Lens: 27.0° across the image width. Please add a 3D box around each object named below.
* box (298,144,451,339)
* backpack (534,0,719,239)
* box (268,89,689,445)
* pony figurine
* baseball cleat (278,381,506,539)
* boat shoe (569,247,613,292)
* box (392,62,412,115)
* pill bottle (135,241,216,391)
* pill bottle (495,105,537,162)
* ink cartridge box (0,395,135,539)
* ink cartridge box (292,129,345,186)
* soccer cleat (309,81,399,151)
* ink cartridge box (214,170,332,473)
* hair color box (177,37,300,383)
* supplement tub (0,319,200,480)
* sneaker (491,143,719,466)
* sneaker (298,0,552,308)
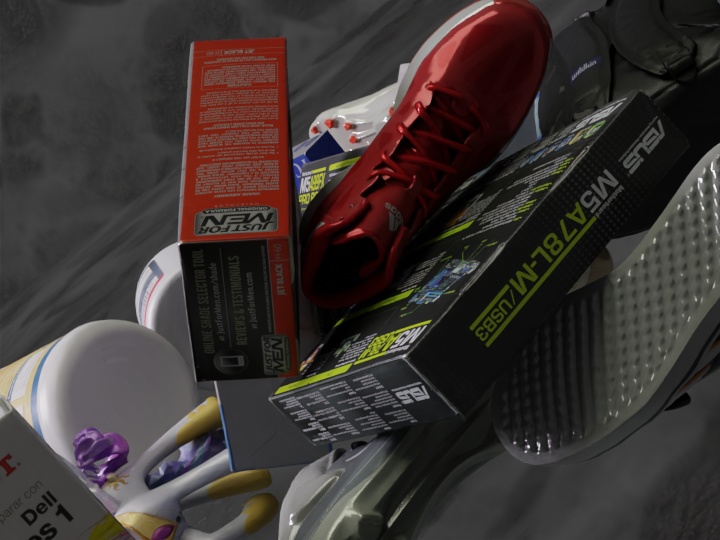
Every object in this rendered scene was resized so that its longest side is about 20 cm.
[{"bbox_3d":[0.000,0.000,1.018,0.200,0.044,0.160,175,102,-70],"label":"box"},{"bbox_3d":[0.186,-0.113,0.966,0.163,0.154,0.200,-36,34,15],"label":"backpack"},{"bbox_3d":[0.056,0.005,0.792,0.193,0.048,0.200,-50,10,-23],"label":"box"},{"bbox_3d":[-0.157,0.156,0.988,0.200,0.167,0.193,-28,19,-27],"label":"pony figurine"},{"bbox_3d":[0.022,0.095,0.821,0.200,0.070,0.106,-45,24,-24],"label":"baseball cleat"},{"bbox_3d":[0.103,-0.010,0.992,0.065,0.072,0.200,0,5,-15],"label":"boat shoe"},{"bbox_3d":[0.036,-0.046,1.064,0.041,0.039,0.200,-162,80,-76],"label":"box"},{"bbox_3d":[-0.141,0.032,1.354,0.120,0.120,0.200,-40,14,-5],"label":"pill bottle"},{"bbox_3d":[0.102,-0.099,1.155,0.113,0.113,0.200,-39,13,-2],"label":"pill bottle"},{"bbox_3d":[-0.175,0.186,0.782,0.145,0.200,0.084,-42,12,-13],"label":"ink cartridge box"},{"bbox_3d":[-0.070,-0.071,1.551,0.200,0.094,0.044,-19,24,54],"label":"ink cartridge box"},{"bbox_3d":[0.025,-0.173,1.702,0.200,0.069,0.078,-15,22,44],"label":"soccer cleat"},{"bbox_3d":[-0.064,0.016,0.964,0.068,0.115,0.200,-7,41,-3],"label":"ink cartridge box"},{"bbox_3d":[-0.067,-0.040,0.859,0.061,0.102,0.200,-3,40,-1],"label":"hair color box"},{"bbox_3d":[-0.241,0.133,1.240,0.200,0.145,0.145,-25,20,44],"label":"supplement tub"},{"bbox_3d":[0.152,0.024,0.728,0.079,0.078,0.200,12,-52,-49],"label":"sneaker"},{"bbox_3d":[0.037,-0.054,0.817,0.200,0.078,0.116,-54,11,20],"label":"sneaker"}]
